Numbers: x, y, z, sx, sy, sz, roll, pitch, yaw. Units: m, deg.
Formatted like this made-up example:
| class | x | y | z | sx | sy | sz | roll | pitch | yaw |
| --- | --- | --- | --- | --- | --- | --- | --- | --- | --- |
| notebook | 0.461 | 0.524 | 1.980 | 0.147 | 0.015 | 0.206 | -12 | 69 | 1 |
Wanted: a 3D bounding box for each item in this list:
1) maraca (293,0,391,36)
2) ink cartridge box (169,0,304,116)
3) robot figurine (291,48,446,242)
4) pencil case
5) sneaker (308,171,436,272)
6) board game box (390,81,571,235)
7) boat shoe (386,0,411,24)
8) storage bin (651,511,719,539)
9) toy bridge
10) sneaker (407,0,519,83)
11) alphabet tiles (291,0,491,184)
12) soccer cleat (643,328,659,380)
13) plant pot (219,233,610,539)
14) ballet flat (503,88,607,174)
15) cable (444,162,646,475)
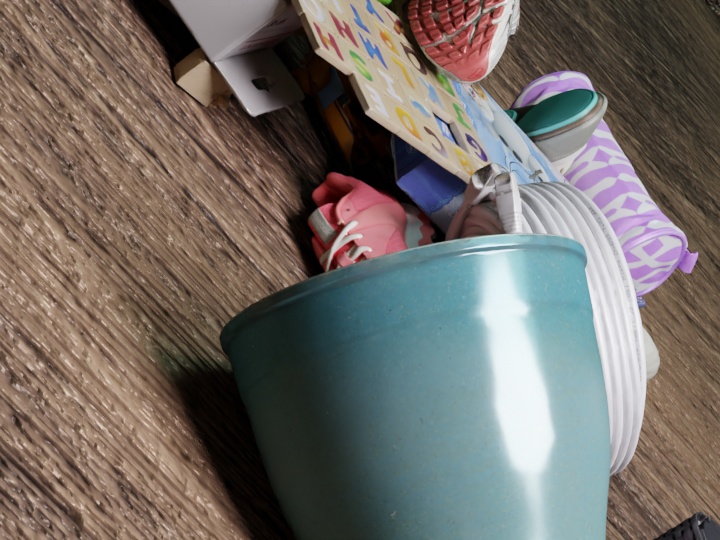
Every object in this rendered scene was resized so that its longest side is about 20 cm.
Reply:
| class | x | y | z | sx | sy | sz | roll | pitch | yaw |
| --- | --- | --- | --- | --- | --- | --- | --- | --- | --- |
| maraca | -0.048 | -0.227 | 1.506 | 0.137 | 0.107 | 0.200 | 28 | 2 | -22 |
| ink cartridge box | -0.085 | -0.205 | 1.363 | 0.200 | 0.067 | 0.116 | 56 | 20 | 1 |
| robot figurine | 0.032 | -0.074 | 1.521 | 0.145 | 0.058 | 0.200 | 14 | 44 | -61 |
| pencil case | 0.192 | -0.070 | 1.675 | 0.085 | 0.084 | 0.200 | -13 | 56 | -21 |
| sneaker | 0.000 | 0.000 | 1.337 | 0.087 | 0.074 | 0.200 | 36 | 18 | -19 |
| board game box | 0.098 | -0.055 | 1.486 | 0.199 | 0.043 | 0.200 | 46 | 20 | -25 |
| boat shoe | 0.033 | -0.227 | 1.589 | 0.072 | 0.076 | 0.200 | -41 | 138 | -42 |
| storage bin | 0.242 | 0.278 | 1.388 | 0.135 | 0.094 | 0.200 | 42 | 23 | -34 |
| toy bridge | -0.106 | -0.176 | 1.411 | 0.067 | 0.027 | 0.200 | 38 | 27 | -40 |
| sneaker | 0.085 | -0.184 | 1.487 | 0.082 | 0.078 | 0.200 | 61 | 19 | -27 |
| alphabet tiles | 0.017 | -0.135 | 1.362 | 0.200 | 0.008 | 0.167 | 31 | 28 | -47 |
| soccer cleat | 0.158 | 0.051 | 1.612 | 0.200 | 0.069 | 0.078 | 33 | 34 | -33 |
| plant pot | 0.045 | 0.101 | 1.092 | 0.200 | 0.200 | 0.188 | 13 | 60 | -62 |
| ballet flat | 0.134 | -0.100 | 1.641 | 0.067 | 0.200 | 0.064 | -47 | 114 | -29 |
| cable | 0.111 | 0.042 | 1.318 | 0.200 | 0.069 | 0.200 | 128 | -53 | -68 |
